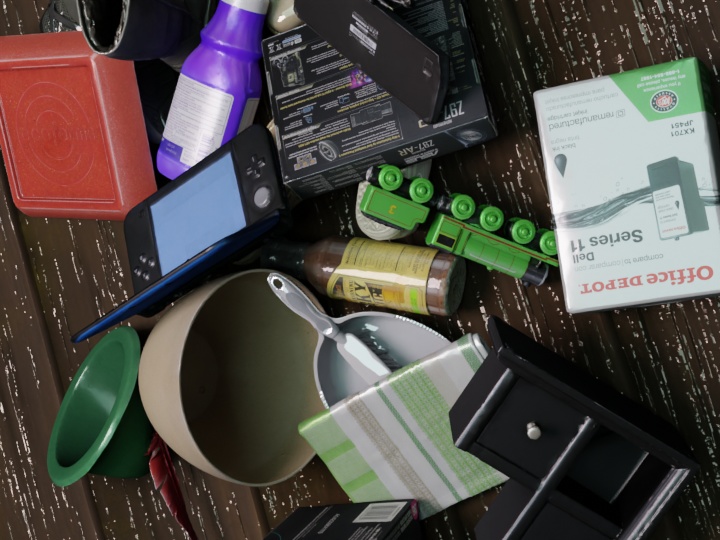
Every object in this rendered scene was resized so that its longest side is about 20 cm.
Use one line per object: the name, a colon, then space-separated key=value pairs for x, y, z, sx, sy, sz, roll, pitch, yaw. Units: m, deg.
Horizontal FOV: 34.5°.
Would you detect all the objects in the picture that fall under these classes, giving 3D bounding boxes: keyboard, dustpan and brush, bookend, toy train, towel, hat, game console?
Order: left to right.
hat: x=-0.214 y=0.183 z=1.220 sx=0.165 sy=0.176 sz=0.200 roll=-4 pitch=61 yaw=57
game console: x=-0.173 y=-0.037 z=1.065 sx=0.200 sy=0.118 sz=0.171 roll=-30 pitch=60 yaw=27
dustpan and brush: x=-0.009 y=0.071 z=1.095 sx=0.200 sy=0.057 sz=0.140 roll=45 pitch=104 yaw=1
keyboard: x=0.017 y=-0.224 z=1.032 sx=0.200 sy=0.040 sz=0.104 roll=43 pitch=144 yaw=26
towel: x=0.061 y=0.154 z=1.083 sx=0.200 sy=0.031 sz=0.149 roll=-28 pitch=106 yaw=21
toy train: x=0.092 y=-0.039 z=1.049 sx=0.200 sy=0.042 sz=0.057 roll=22 pitch=93 yaw=-9
bookend: x=0.146 y=0.179 z=1.000 sx=0.200 sy=0.092 sz=0.199 roll=32 pitch=102 yaw=-7

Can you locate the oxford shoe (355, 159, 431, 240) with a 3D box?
oxford shoe: x=0.042 y=-0.120 z=1.107 sx=0.075 sy=0.058 sz=0.201 roll=7 pitch=77 yaw=28

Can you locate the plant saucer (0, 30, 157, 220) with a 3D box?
plant saucer: x=-0.309 y=-0.144 z=1.205 sx=0.199 sy=0.037 sz=0.201 roll=3 pitch=110 yaw=31

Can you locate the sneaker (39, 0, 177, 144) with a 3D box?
sneaker: x=-0.269 y=-0.208 z=1.223 sx=0.114 sy=0.076 sz=0.200 roll=-32 pitch=93 yaw=39

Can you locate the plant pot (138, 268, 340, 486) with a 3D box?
plant pot: x=-0.135 y=0.101 z=1.116 sx=0.134 sy=0.200 sz=0.201 roll=-3 pitch=88 yaw=44

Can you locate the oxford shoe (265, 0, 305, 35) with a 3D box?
oxford shoe: x=-0.039 y=-0.319 z=1.127 sx=0.071 sy=0.074 sz=0.200 roll=38 pitch=103 yaw=18

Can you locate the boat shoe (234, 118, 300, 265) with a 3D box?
boat shoe: x=-0.091 y=-0.092 z=1.149 sx=0.074 sy=0.069 sz=0.200 roll=34 pitch=101 yaw=19

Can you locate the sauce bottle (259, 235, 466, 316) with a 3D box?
sauce bottle: x=0.000 y=0.000 z=1.117 sx=0.199 sy=0.065 sz=0.065 roll=9 pitch=93 yaw=23

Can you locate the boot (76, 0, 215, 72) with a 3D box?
boot: x=-0.207 y=-0.282 z=1.126 sx=0.072 sy=0.200 sz=0.182 roll=-7 pitch=87 yaw=22

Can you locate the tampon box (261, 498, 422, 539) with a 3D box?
tampon box: x=-0.010 y=0.331 z=1.055 sx=0.126 sy=0.150 sz=0.201 roll=-8 pitch=97 yaw=22

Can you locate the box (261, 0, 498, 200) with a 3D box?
box: x=0.014 y=-0.171 z=1.079 sx=0.199 sy=0.044 sz=0.161 roll=-17 pitch=66 yaw=14

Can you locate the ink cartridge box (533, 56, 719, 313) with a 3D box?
ink cartridge box: x=0.241 y=-0.068 z=1.009 sx=0.146 sy=0.083 sz=0.201 roll=-10 pitch=87 yaw=22

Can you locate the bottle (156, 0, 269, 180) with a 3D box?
bottle: x=-0.142 y=-0.181 z=1.159 sx=0.083 sy=0.065 sz=0.200 roll=25 pitch=107 yaw=23
